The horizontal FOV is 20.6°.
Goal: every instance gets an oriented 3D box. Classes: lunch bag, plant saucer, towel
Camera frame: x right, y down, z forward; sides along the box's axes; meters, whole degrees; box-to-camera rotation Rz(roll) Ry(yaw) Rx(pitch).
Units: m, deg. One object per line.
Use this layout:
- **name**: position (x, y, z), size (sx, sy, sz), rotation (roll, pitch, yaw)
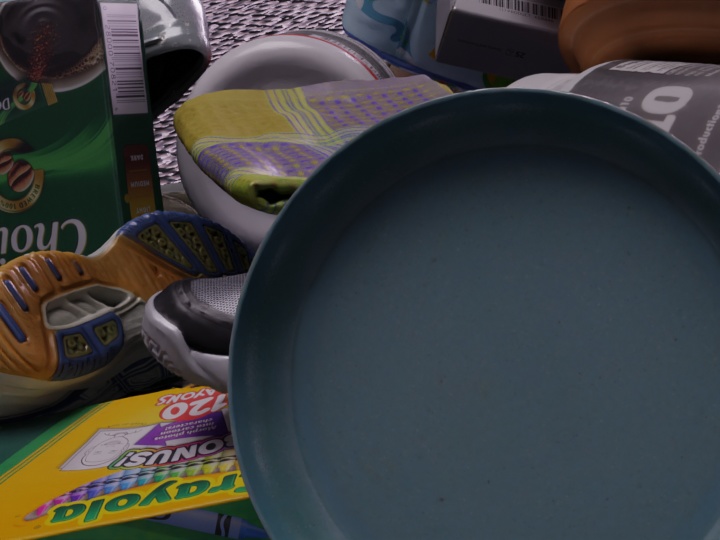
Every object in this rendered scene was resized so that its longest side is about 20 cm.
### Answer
- **lunch bag**: position (0.095, -0.161, 1.190), size (0.199, 0.083, 0.161), rotation (20, 26, 4)
- **plant saucer**: position (0.191, -0.091, 0.954), size (0.200, 0.200, 0.032), rotation (4, 70, 42)
- **towel**: position (-0.002, -0.057, 0.872), size (0.143, 0.023, 0.200), rotation (-5, 16, -12)
- **plant saucer**: position (0.052, 0.039, 0.678), size (0.199, 0.201, 0.027), rotation (-9, -4, 17)

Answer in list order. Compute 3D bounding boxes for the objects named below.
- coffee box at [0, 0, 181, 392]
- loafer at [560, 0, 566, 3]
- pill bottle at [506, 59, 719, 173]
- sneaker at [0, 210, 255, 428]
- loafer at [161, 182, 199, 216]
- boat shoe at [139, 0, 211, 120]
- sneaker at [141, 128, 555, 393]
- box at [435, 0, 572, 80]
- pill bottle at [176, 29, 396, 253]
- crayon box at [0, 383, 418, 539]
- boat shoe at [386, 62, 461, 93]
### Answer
- **coffee box**: position (-0.160, -0.036, 0.992), size (0.122, 0.201, 0.044), rotation (-4, 4, 25)
- **loafer**: position (0.164, -0.134, 1.004), size (0.199, 0.073, 0.072), rotation (26, 46, 20)
- **pill bottle**: position (0.146, -0.037, 0.894), size (0.114, 0.114, 0.200), rotation (-28, 23, -31)
- **sneaker**: position (-0.121, 0.028, 0.912), size (0.088, 0.075, 0.200), rotation (-41, -20, 33)
- **loafer**: position (-0.165, -0.002, 1.087), size (0.199, 0.075, 0.070), rotation (-17, 16, -5)
- **boat shoe**: position (-0.158, -0.079, 1.042), size (0.201, 0.070, 0.072), rotation (-37, 53, 21)
- **sneaker**: position (0.017, -0.010, 0.748), size (0.199, 0.114, 0.076), rotation (3, 21, 4)
- **box**: position (0.121, -0.177, 1.106), size (0.155, 0.041, 0.201), rotation (11, 46, -8)
- **pill bottle**: position (-0.030, -0.074, 1.091), size (0.115, 0.116, 0.200), rotation (-13, 7, 6)
- **crayon box**: position (-0.065, 0.094, 0.785), size (0.199, 0.058, 0.119), rotation (-12, 20, 10)
- **boat shoe**: position (0.029, -0.116, 1.259), size (0.199, 0.065, 0.071), rotation (-20, 21, -11)
